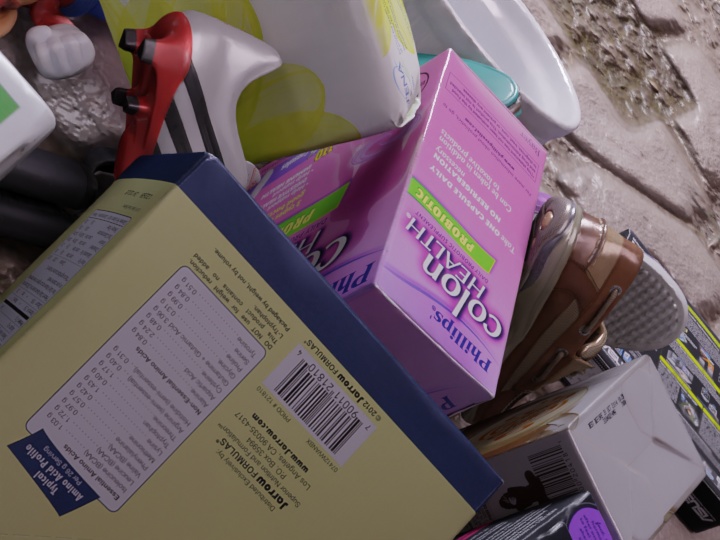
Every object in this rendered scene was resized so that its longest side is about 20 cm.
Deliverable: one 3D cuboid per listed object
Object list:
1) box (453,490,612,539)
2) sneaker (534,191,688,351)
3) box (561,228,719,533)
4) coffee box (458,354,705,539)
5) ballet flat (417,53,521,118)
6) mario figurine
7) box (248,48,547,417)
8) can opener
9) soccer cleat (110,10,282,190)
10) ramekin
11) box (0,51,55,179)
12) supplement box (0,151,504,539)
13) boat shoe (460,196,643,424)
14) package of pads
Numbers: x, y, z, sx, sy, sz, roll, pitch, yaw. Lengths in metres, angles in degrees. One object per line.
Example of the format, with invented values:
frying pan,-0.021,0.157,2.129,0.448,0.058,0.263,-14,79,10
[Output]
box,0.041,0.208,0.709,0.106,0.199,0.123,-19,82,-52
sneaker,0.162,-0.013,1.018,0.200,0.073,0.114,30,23,26
box,0.248,0.089,1.146,0.200,0.044,0.161,48,39,-18
coffee box,0.080,0.132,0.800,0.114,0.199,0.080,-27,89,-52
ballet flat,0.012,-0.108,0.903,0.067,0.198,0.071,-54,152,-45
mario figurine,-0.164,-0.177,0.782,0.123,0.107,0.200,34,24,19
box,0.000,0.000,0.809,0.097,0.175,0.201,42,42,-24
can opener,-0.173,-0.046,0.756,0.199,0.054,0.067,18,23,-42
soccer cleat,-0.097,-0.034,0.725,0.085,0.202,0.069,7,17,-27
ramekin,0.061,-0.156,1.004,0.200,0.098,0.201,41,26,-25
box,-0.264,-0.031,0.507,0.172,0.199,0.199,49,41,-12
supplement box,-0.087,0.088,0.616,0.200,0.134,0.200,-45,107,-12
boat shoe,0.113,0.041,0.849,0.071,0.201,0.076,20,53,0
package of pads,-0.061,-0.158,0.750,0.068,0.153,0.201,-59,133,-63
